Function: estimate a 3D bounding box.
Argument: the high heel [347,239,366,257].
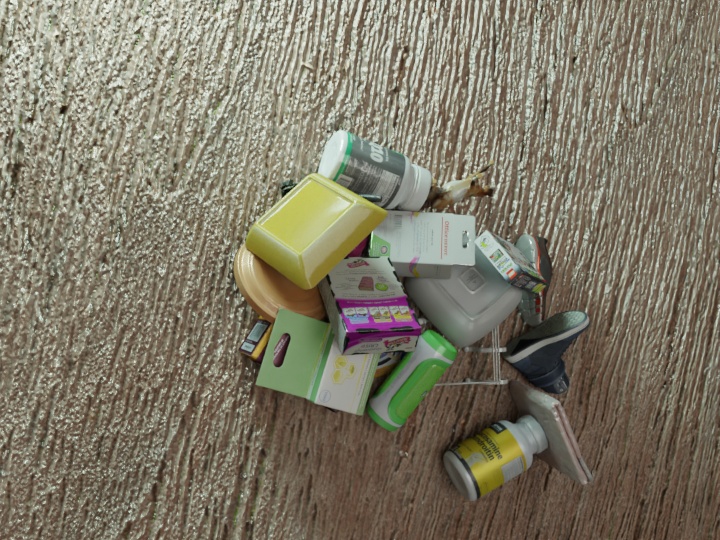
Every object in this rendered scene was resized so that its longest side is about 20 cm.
[{"bbox_3d":[0.000,0.000,1.535,0.096,0.067,0.200,22,87,-10],"label":"high heel"}]

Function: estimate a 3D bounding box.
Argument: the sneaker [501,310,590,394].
[{"bbox_3d":[0.422,0.176,1.657,0.146,0.202,0.077,47,34,-15],"label":"sneaker"}]

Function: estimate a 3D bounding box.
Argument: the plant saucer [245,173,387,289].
[{"bbox_3d":[-0.088,-0.085,1.371,0.200,0.200,0.048,-44,137,-15],"label":"plant saucer"}]

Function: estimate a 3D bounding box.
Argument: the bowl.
[{"bbox_3d":[0.216,0.029,1.583,0.200,0.075,0.200,-37,79,-21],"label":"bowl"}]

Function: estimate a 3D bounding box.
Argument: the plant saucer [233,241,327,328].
[{"bbox_3d":[-0.136,0.014,1.446,0.200,0.032,0.200,24,45,-26],"label":"plant saucer"}]

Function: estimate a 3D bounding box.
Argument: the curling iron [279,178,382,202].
[{"bbox_3d":[-0.058,-0.141,1.487,0.200,0.050,0.026,8,71,8],"label":"curling iron"}]

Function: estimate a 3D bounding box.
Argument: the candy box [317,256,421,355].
[{"bbox_3d":[0.010,0.059,1.395,0.136,0.200,0.061,-1,130,-18],"label":"candy box"}]

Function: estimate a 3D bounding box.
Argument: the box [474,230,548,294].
[{"bbox_3d":[0.299,-0.013,1.548,0.035,0.200,0.110,-43,66,15],"label":"box"}]

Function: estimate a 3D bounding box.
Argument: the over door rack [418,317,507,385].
[{"bbox_3d":[0.200,0.165,1.625,0.200,0.067,0.148,-2,89,-10],"label":"over door rack"}]

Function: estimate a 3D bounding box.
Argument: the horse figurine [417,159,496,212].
[{"bbox_3d":[0.192,-0.162,1.601,0.200,0.133,0.050,-22,77,-12],"label":"horse figurine"}]

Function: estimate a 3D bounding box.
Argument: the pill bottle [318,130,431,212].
[{"bbox_3d":[0.028,-0.185,1.528,0.200,0.113,0.113,19,83,-21],"label":"pill bottle"}]

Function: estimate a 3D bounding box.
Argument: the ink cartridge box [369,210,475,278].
[{"bbox_3d":[0.120,-0.049,1.530,0.200,0.067,0.117,4,63,3],"label":"ink cartridge box"}]

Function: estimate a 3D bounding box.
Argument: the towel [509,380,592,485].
[{"bbox_3d":[0.387,0.328,1.621,0.032,0.200,0.191,-26,100,-12],"label":"towel"}]

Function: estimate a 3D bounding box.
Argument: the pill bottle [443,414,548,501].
[{"bbox_3d":[0.279,0.377,1.617,0.200,0.112,0.112,-26,99,-15],"label":"pill bottle"}]

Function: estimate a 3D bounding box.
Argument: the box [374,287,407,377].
[{"bbox_3d":[0.031,0.110,1.531,0.119,0.041,0.200,-17,119,-22],"label":"box"}]

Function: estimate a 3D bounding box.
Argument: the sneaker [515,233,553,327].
[{"bbox_3d":[0.386,0.020,1.692,0.082,0.077,0.200,-5,94,-31],"label":"sneaker"}]

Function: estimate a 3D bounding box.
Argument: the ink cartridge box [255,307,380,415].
[{"bbox_3d":[-0.068,0.162,1.395,0.200,0.048,0.146,20,84,-29],"label":"ink cartridge box"}]

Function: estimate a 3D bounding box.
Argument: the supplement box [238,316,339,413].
[{"bbox_3d":[-0.115,0.172,1.471,0.200,0.110,0.086,36,78,-17],"label":"supplement box"}]

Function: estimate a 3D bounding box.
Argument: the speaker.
[{"bbox_3d":[0.099,0.214,1.538,0.088,0.088,0.200,34,100,-18],"label":"speaker"}]
